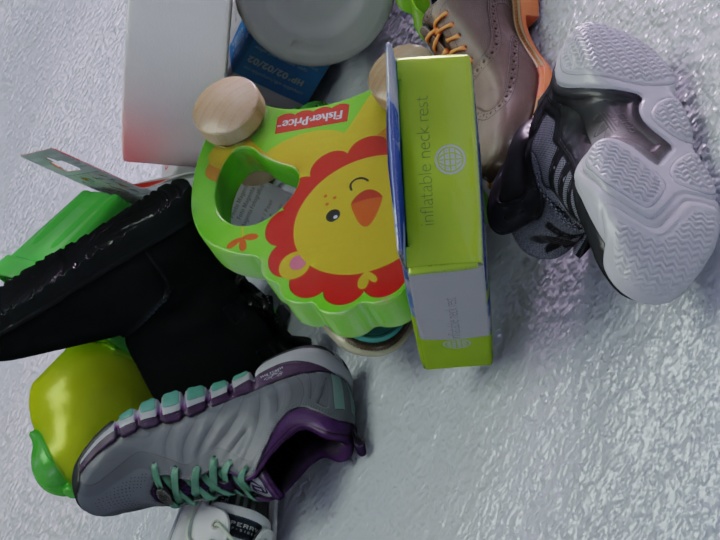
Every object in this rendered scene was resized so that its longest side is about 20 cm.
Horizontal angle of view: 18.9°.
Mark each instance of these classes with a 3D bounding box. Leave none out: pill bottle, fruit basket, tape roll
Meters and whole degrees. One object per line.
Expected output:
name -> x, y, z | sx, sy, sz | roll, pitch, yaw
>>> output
pill bottle -> -0.035, -0.215, 1.566 | 0.200, 0.112, 0.112 | -97, 33, -76
fruit basket -> -0.176, 0.069, 1.539 | 0.155, 0.216, 0.216 | 11, 80, 67
tape roll -> -0.127, -0.175, 1.532 | 0.202, 0.071, 0.203 | -175, 90, -87

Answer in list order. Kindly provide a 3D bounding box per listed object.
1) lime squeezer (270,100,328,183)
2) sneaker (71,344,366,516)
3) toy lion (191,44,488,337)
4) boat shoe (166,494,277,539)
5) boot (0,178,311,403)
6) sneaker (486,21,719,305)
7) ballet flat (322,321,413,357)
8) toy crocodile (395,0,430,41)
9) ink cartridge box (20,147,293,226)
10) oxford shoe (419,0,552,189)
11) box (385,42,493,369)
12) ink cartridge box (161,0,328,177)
lime squeezer -> -0.039, -0.087, 1.601 | 0.200, 0.038, 0.071 | -10, 93, 63
sneaker -> -0.094, 0.121, 1.384 | 0.200, 0.074, 0.088 | -27, 43, 8
toy lion -> -0.015, -0.042, 1.353 | 0.200, 0.069, 0.192 | -8, 53, 21
boat shoe -> -0.091, 0.177, 1.420 | 0.067, 0.074, 0.200 | -49, 29, 39
boot -> -0.146, 0.050, 1.439 | 0.198, 0.163, 0.073 | -32, 19, -4
sneaker -> 0.124, -0.032, 1.132 | 0.200, 0.075, 0.114 | -94, 28, -47
ballet flat -> 0.000, 0.000, 1.401 | 0.069, 0.069, 0.200 | -52, 26, 35
toy crocodile -> 0.056, -0.236, 1.474 | 0.068, 0.062, 0.200 | 83, -169, -48
ink cartridge box -> -0.130, -0.059, 1.526 | 0.057, 0.200, 0.163 | -62, 15, -8
oxford shoe -> 0.069, -0.127, 1.328 | 0.071, 0.073, 0.200 | -52, 28, 36
box -> 0.044, -0.032, 1.177 | 0.200, 0.048, 0.122 | 77, -171, -70
ink cartridge box -> -0.103, -0.120, 1.706 | 0.200, 0.068, 0.115 | -58, 20, 25
